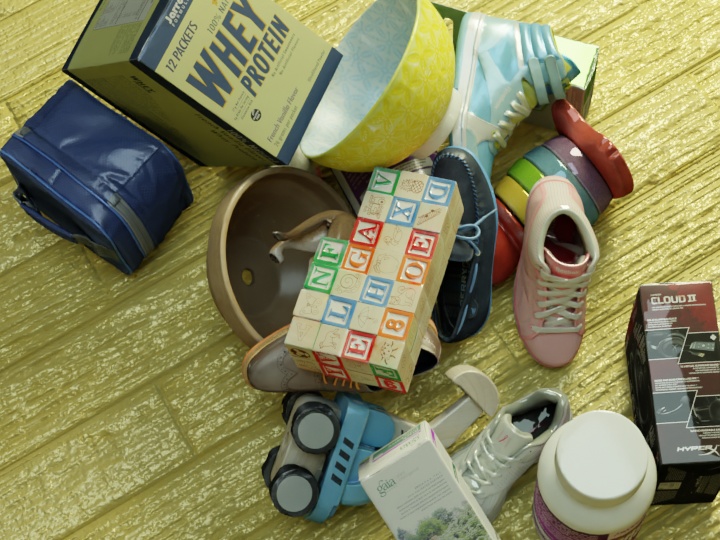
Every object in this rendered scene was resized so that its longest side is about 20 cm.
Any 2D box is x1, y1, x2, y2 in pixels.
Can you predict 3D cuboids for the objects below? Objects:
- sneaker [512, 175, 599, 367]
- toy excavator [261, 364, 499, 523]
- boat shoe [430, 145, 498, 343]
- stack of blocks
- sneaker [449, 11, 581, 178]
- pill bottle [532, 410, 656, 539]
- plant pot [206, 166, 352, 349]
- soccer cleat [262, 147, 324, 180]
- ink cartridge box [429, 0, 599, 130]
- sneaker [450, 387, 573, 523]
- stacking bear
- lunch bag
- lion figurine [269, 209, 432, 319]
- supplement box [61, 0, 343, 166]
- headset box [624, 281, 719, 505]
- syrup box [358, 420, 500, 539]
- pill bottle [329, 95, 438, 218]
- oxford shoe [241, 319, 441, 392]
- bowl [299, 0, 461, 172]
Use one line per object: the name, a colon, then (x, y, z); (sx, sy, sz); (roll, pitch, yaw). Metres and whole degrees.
sneaker: (0.196, 0.015, 1.501); (0.074, 0.105, 0.203); (-2, 108, -2)
toy excavator: (0.020, 0.169, 1.498); (0.198, 0.100, 0.196); (19, 93, -12)
boat shoe: (0.101, -0.022, 1.516); (0.083, 0.068, 0.202); (0, 107, 33)
stack of blocks: (0.015, 0.004, 1.435); (0.114, 0.059, 0.202); (12, 67, 18)
sneaker: (0.161, -0.168, 1.551); (0.129, 0.080, 0.203); (4, 85, 12)
pill bottle: (0.220, 0.203, 1.413); (0.111, 0.200, 0.114); (-2, 66, 4)
plant pot: (-0.093, -0.001, 1.563); (0.092, 0.200, 0.203); (-13, 56, 47)
soccer cleat: (-0.094, -0.168, 1.674); (0.077, 0.069, 0.202); (-13, 69, 2)
ink cartridge box: (0.159, -0.222, 1.656); (0.198, 0.104, 0.060); (17, 68, 11)
sneaker: (0.132, 0.182, 1.484); (0.078, 0.100, 0.200); (40, 75, 19)
stacking bear: (0.180, -0.064, 1.585); (0.199, 0.114, 0.122); (-39, 48, 0)
lunch bag: (-0.296, -0.097, 1.619); (0.199, 0.136, 0.133); (33, 72, 20)
lion figurine: (0.000, 0.000, 1.528); (0.123, 0.201, 0.072); (-46, 30, -20)
supplement box: (-0.166, -0.215, 1.554); (0.199, 0.199, 0.135); (33, 76, -29)
headset box: (0.310, 0.114, 1.475); (0.076, 0.149, 0.202); (-2, 66, 3)
syrup box: (0.082, 0.251, 1.419); (0.078, 0.081, 0.201); (-32, 94, 4)
pill bottle: (0.018, -0.130, 1.623); (0.111, 0.112, 0.201); (-26, 67, -7)
oxford shoe: (-0.018, 0.086, 1.461); (0.198, 0.072, 0.073); (-13, 23, -2)
bowl: (0.037, -0.172, 1.503); (0.107, 0.200, 0.202); (31, 68, -22)
